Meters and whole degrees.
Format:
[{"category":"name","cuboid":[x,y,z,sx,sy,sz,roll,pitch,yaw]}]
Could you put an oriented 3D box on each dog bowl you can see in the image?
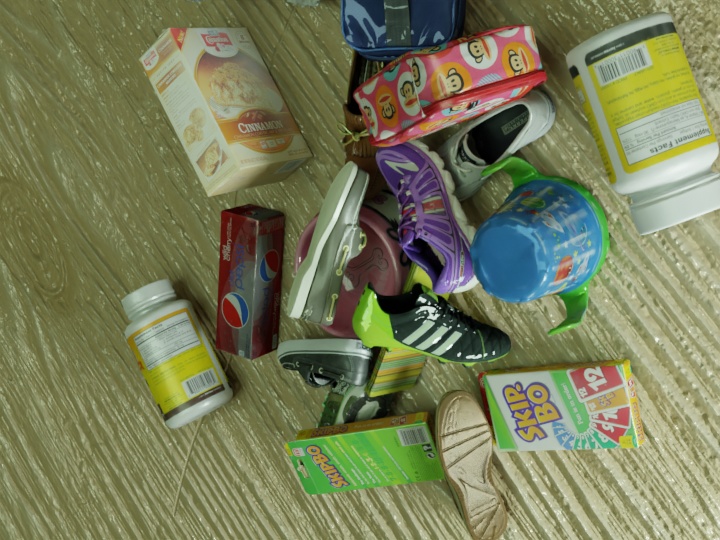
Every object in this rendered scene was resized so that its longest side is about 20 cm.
[{"category":"dog bowl","cuboid":[0.000,0.000,1.342,0.198,0.073,0.203,9,106,34]}]

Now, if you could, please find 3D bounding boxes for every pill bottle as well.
[{"category":"pill bottle","cuboid":[-0.273,0.119,1.543,0.109,0.109,0.202,-31,82,36]},{"category":"pill bottle","cuboid":[0.293,-0.146,1.071,0.113,0.114,0.203,-20,89,37]}]

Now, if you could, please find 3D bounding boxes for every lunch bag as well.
[{"category":"lunch bag","cuboid":[0.103,-0.204,1.150,0.199,0.174,0.083,-13,97,63]},{"category":"lunch bag","cuboid":[0.047,-0.332,1.160,0.134,0.132,0.203,-2,96,7]}]

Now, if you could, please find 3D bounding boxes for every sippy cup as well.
[{"category":"sippy cup","cuboid":[0.188,-0.026,1.161,0.177,0.130,0.141,37,121,20]}]

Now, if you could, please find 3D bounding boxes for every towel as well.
[{"category":"towel","cuboid":[0.066,0.065,1.304,0.018,0.085,0.202,38,120,37]}]

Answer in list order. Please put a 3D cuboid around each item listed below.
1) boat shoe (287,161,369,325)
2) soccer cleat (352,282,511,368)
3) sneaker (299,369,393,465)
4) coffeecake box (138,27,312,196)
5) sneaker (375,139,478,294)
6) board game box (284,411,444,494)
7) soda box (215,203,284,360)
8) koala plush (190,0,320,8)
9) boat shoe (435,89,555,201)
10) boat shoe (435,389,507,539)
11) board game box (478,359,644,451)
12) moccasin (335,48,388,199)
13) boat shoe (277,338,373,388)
[{"category":"boat shoe","cuboid":[-0.029,-0.030,1.273,0.060,0.072,0.204,19,103,-13]},{"category":"soccer cleat","cuboid":[0.089,0.062,1.238,0.197,0.068,0.082,9,114,-13]},{"category":"sneaker","cuboid":[-0.025,0.192,1.425,0.201,0.076,0.089,-53,39,33]},{"category":"coffeecake box","cuboid":[-0.171,-0.209,1.364,0.073,0.153,0.202,-33,82,35]},{"category":"sneaker","cuboid":[0.070,-0.065,1.215,0.202,0.083,0.081,61,146,16]},{"category":"board game box","cuboid":[0.006,0.239,1.367,0.197,0.030,0.096,-12,119,16]},{"category":"soda box","cuboid":[-0.153,0.015,1.461,0.069,0.063,0.203,15,109,31]},{"category":"koala plush","cuboid":[-0.131,-0.412,1.307,0.197,0.184,0.180,3,91,14]},{"category":"boat shoe","cuboid":[0.133,-0.141,1.217,0.200,0.065,0.074,-42,76,34]},{"category":"boat shoe","cuboid":[0.127,0.236,1.304,0.072,0.071,0.203,-147,37,-69]},{"category":"board game box","cuboid":[0.227,0.161,1.239,0.198,0.030,0.097,-9,96,39]},{"category":"moccasin","cuboid":[0.009,-0.187,1.281,0.073,0.077,0.204,21,110,31]},{"category":"boat shoe","cuboid":[-0.053,0.123,1.379,0.199,0.068,0.058,-11,67,57]}]
